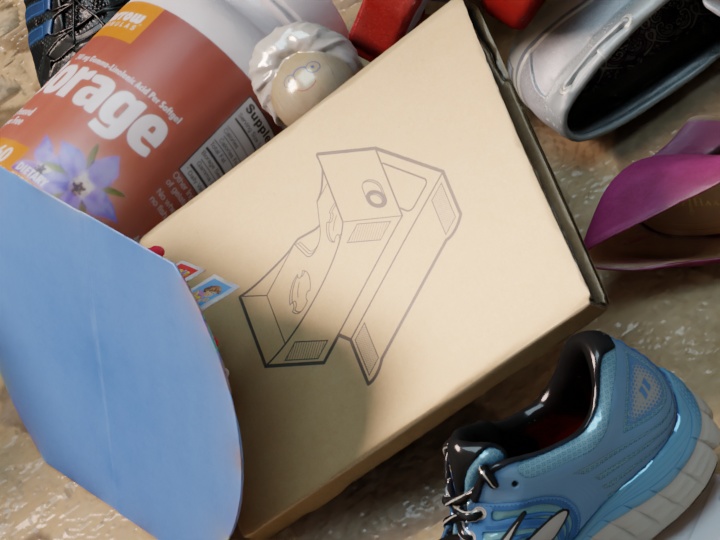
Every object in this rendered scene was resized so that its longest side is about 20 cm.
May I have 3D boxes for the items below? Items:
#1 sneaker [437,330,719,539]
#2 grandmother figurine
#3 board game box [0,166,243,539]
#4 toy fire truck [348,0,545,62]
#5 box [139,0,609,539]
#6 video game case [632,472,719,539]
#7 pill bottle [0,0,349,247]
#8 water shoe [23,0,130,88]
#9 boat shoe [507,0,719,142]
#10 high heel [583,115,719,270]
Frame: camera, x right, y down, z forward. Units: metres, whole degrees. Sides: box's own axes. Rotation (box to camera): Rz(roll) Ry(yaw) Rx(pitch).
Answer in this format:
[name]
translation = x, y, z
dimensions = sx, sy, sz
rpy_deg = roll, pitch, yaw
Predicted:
[sneaker]
translation = 0.049, 0.103, 1.083
dimensions = 0.200, 0.090, 0.078
rpy_deg = -48, 29, -9
[grandmother figurine]
translation = 0.011, -0.036, 1.235
dimensions = 0.121, 0.061, 0.200
rpy_deg = -27, 62, -10
[board game box]
translation = -0.101, 0.037, 1.210
dimensions = 0.039, 0.158, 0.200
rpy_deg = -25, 36, -33
[toy fire truck]
translation = 0.054, -0.175, 1.324
dimensions = 0.112, 0.168, 0.200
rpy_deg = 31, 64, 4
[box]
translation = 0.000, 0.000, 1.186
dimensions = 0.200, 0.021, 0.164
rpy_deg = -36, 60, 25
[video game case]
translation = 0.171, 0.166, 1.024
dimensions = 0.200, 0.024, 0.182
rpy_deg = 9, 55, 33
[pill bottle]
translation = -0.100, -0.068, 1.322
dimensions = 0.112, 0.112, 0.200
rpy_deg = 25, 64, 41
[water shoe]
translation = -0.160, -0.155, 1.461
dimensions = 0.071, 0.079, 0.200
rpy_deg = -26, 43, 4
[boat shoe]
translation = 0.166, -0.127, 1.275
dimensions = 0.201, 0.070, 0.072
rpy_deg = -34, 43, 4
[high heel]
translation = 0.191, -0.022, 1.158
dimensions = 0.200, 0.067, 0.096
rpy_deg = 2, 39, 48
